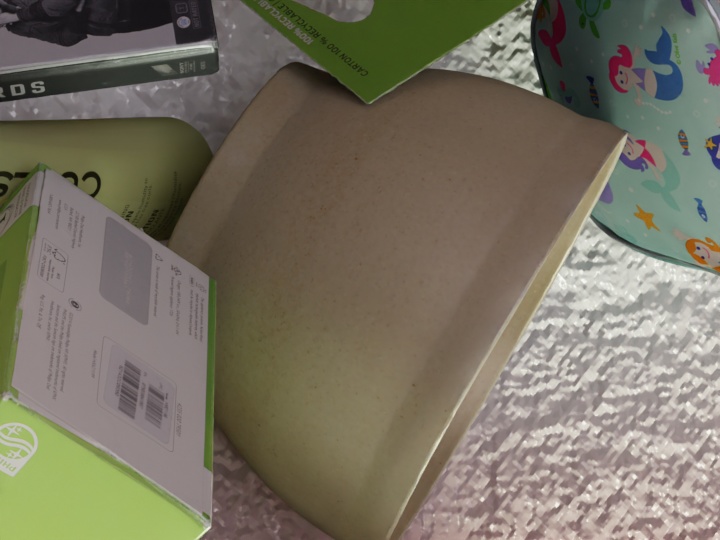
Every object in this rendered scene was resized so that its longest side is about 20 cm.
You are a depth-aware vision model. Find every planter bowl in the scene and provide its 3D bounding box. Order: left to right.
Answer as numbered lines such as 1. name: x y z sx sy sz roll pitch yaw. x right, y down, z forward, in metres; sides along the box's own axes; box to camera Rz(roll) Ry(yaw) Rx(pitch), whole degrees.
1. planter bowl: 0.000 0.000 0.905 0.134 0.200 0.201 30 74 6

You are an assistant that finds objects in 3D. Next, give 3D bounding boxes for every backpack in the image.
1. backpack: 0.160 -0.090 0.967 0.150 0.200 0.179 -27 115 -19

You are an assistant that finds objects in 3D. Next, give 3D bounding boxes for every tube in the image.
1. tube: -0.127 -0.029 0.851 0.200 0.052 0.059 -8 100 -61

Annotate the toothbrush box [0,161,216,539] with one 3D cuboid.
1. toothbrush box: -0.142 0.085 0.791 0.086 0.146 0.200 36 113 -22

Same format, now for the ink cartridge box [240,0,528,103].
1. ink cartridge box: 0.033 -0.175 0.892 0.199 0.148 0.076 -35 143 -19

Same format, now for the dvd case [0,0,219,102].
1. dvd case: -0.157 -0.123 0.778 0.198 0.025 0.151 -8 65 -6
